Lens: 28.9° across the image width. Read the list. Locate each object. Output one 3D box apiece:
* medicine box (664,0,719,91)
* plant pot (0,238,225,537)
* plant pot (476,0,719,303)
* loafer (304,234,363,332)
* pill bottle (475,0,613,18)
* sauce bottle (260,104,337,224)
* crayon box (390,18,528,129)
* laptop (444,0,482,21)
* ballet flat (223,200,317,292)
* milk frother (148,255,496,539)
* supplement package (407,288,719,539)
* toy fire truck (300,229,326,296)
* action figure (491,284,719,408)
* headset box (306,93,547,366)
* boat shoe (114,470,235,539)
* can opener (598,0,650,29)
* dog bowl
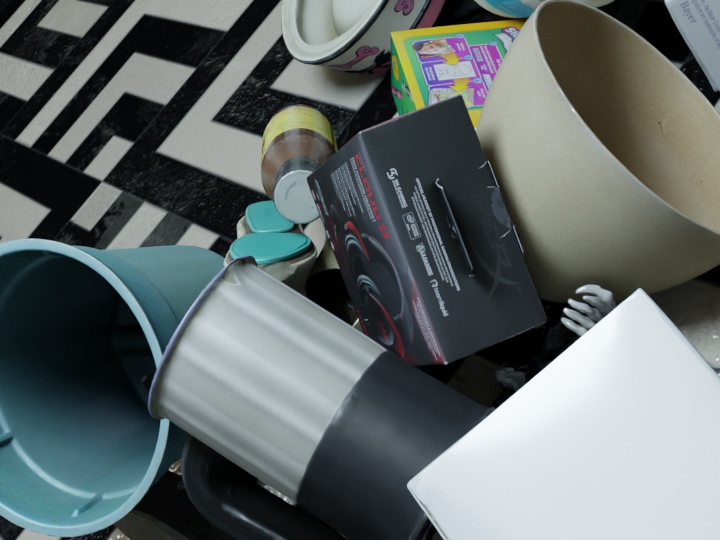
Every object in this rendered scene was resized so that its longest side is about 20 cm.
[{"bbox_3d":[0.319,-0.253,0.999,0.198,0.103,0.184,-23,40,27],"label":"medicine box"},{"bbox_3d":[-0.172,0.068,1.021,0.198,0.203,0.196,-24,-3,25],"label":"plant pot"},{"bbox_3d":[0.147,-0.058,0.914,0.135,0.199,0.202,-46,29,32],"label":"plant pot"},{"bbox_3d":[0.000,0.000,1.047,0.075,0.067,0.203,-3,70,30],"label":"loafer"},{"bbox_3d":[0.150,-0.252,1.057,0.111,0.111,0.200,-47,16,-6],"label":"pill bottle"},{"bbox_3d":[-0.048,-0.083,1.091,0.064,0.065,0.200,-38,14,8],"label":"sauce bottle"},{"bbox_3d":[0.095,-0.119,1.079,0.117,0.059,0.201,-6,38,-5],"label":"crayon box"},{"bbox_3d":[0.144,-0.355,1.283,0.176,0.103,0.202,-15,43,35],"label":"laptop"},{"bbox_3d":[-0.063,-0.003,1.038,0.066,0.063,0.200,-2,15,1],"label":"ballet flat"},{"bbox_3d":[-0.048,0.121,0.822,0.182,0.187,0.200,-63,-13,15],"label":"milk frother"},{"bbox_3d":[0.150,0.144,0.686,0.155,0.111,0.201,-40,61,6],"label":"supplement package"},{"bbox_3d":[-0.010,-0.030,1.147,0.198,0.049,0.142,-2,52,43],"label":"toy fire truck"},{"bbox_3d":[0.140,0.072,0.845,0.198,0.102,0.120,4,68,45],"label":"action figure"},{"bbox_3d":[0.039,-0.019,0.902,0.074,0.151,0.200,-21,1,-13],"label":"headset box"},{"bbox_3d":[-0.152,0.177,1.069,0.057,0.067,0.199,-40,36,-25],"label":"boat shoe"},{"bbox_3d":[0.214,-0.234,1.148,0.201,0.053,0.067,-59,5,-20],"label":"can opener"},{"bbox_3d":[0.011,-0.276,1.318,0.199,0.073,0.203,-30,49,42],"label":"dog bowl"}]
